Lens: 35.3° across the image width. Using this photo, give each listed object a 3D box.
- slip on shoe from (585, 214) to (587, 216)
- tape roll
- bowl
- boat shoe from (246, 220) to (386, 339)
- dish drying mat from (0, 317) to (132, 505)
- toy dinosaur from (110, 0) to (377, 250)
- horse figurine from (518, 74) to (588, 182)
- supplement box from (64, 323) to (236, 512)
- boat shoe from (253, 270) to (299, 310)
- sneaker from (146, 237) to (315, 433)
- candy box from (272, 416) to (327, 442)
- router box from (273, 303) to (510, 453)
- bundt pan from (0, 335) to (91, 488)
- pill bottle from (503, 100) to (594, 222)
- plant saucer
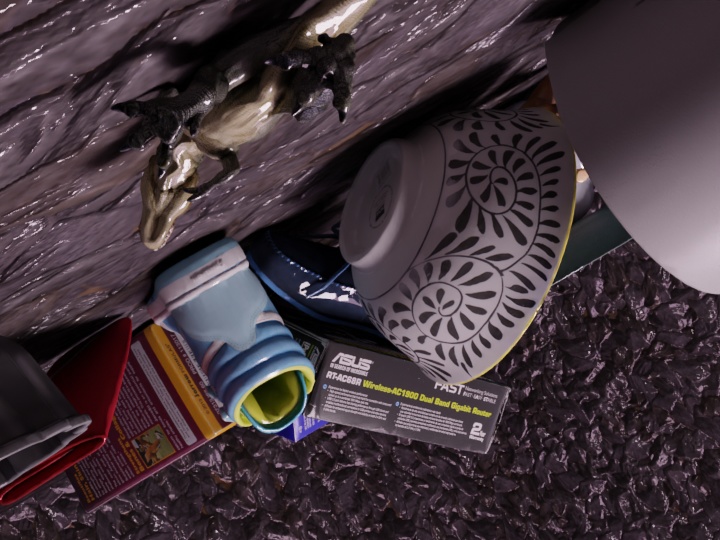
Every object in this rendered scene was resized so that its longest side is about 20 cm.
[{"bbox_3d":[0.141,-0.066,1.129,0.200,0.076,0.061,12,-106,50],"label":"slip on shoe"},{"bbox_3d":[0.228,-0.105,0.669,0.139,0.203,0.203,-33,176,37],"label":"tape roll"},{"bbox_3d":[0.047,-0.032,0.758,0.094,0.201,0.201,20,150,-23],"label":"bowl"},{"bbox_3d":[0.000,0.000,0.885,0.200,0.084,0.069,18,122,-45],"label":"boat shoe"},{"bbox_3d":[-0.189,0.084,0.744,0.077,0.018,0.200,-31,-163,4],"label":"dish drying mat"},{"bbox_3d":[-0.028,-0.065,0.382,0.200,0.047,0.088,-33,-170,26],"label":"toy dinosaur"},{"bbox_3d":[0.114,-0.065,0.828,0.200,0.050,0.133,-59,-159,14],"label":"horse figurine"},{"bbox_3d":[-0.193,0.124,1.023,0.200,0.111,0.086,-33,176,35],"label":"supplement box"},{"bbox_3d":[-0.058,0.027,1.026,0.072,0.065,0.200,-65,166,21],"label":"boat shoe"},{"bbox_3d":[-0.091,0.057,0.808,0.079,0.131,0.200,-31,177,-8],"label":"sneaker"},{"bbox_3d":[-0.056,0.074,1.118,0.169,0.077,0.200,15,-152,40],"label":"candy box"},{"bbox_3d":[-0.001,0.084,0.922,0.200,0.062,0.150,17,-178,-37],"label":"router box"},{"bbox_3d":[-0.238,0.094,0.553,0.202,0.076,0.202,-30,176,-2],"label":"bundt pan"},{"bbox_3d":[0.123,-0.071,0.949,0.200,0.112,0.112,-32,176,18],"label":"pill bottle"},{"bbox_3d":[0.169,-0.010,0.974,0.200,0.036,0.200,-30,175,-3],"label":"plant saucer"}]
